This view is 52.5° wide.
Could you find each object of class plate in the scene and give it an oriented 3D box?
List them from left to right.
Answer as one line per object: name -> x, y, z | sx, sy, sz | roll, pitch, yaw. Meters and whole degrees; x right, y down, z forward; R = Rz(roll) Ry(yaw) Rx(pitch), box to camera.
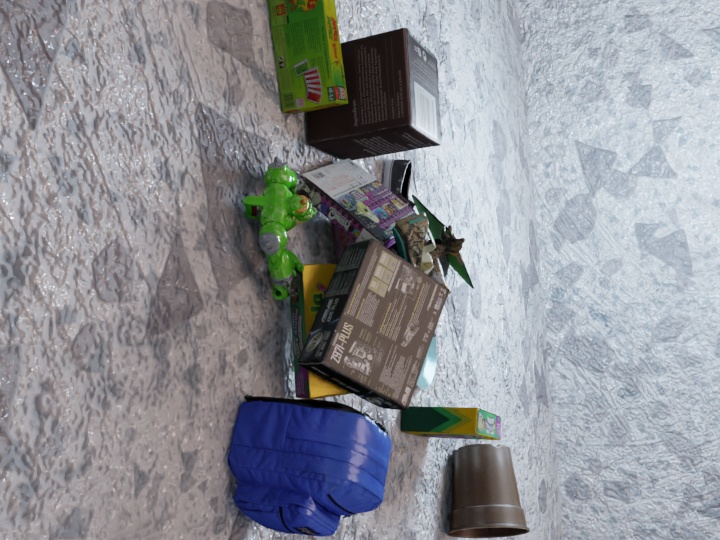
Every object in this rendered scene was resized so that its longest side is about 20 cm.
plate -> 0.132, 0.168, 1.654 | 0.199, 0.025, 0.204 | -4, 90, -66

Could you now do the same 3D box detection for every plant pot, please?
plant pot -> 0.307, 0.543, 1.800 | 0.200, 0.197, 0.202 | 45, 38, -55

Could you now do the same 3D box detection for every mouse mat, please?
mouse mat -> 0.174, -0.063, 1.552 | 0.162, 0.007, 0.201 | 63, -5, -37

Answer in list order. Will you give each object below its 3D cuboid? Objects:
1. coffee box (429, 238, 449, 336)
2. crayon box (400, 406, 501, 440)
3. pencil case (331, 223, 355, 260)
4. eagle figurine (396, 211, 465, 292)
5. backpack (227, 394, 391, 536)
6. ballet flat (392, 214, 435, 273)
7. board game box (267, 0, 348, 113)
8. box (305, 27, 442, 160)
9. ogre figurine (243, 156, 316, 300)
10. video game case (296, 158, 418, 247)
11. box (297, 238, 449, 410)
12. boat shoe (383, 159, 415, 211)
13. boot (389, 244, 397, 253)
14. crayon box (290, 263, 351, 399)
coffee box -> 0.112, 0.037, 1.527 | 0.080, 0.111, 0.202 | 61, 33, -42
crayon box -> 0.202, 0.335, 1.602 | 0.200, 0.170, 0.059 | 32, 57, -61
pencil case -> 0.000, 0.000, 1.318 | 0.087, 0.086, 0.204 | -20, 103, -65
eagle figurine -> 0.111, 0.002, 1.382 | 0.153, 0.198, 0.151 | 59, -7, -29
backpack -> -0.059, 0.270, 0.995 | 0.163, 0.196, 0.171 | 48, 44, -54
ballet flat -> 0.091, -0.024, 1.215 | 0.068, 0.074, 0.201 | 60, -15, 29
board game box -> -0.086, -0.362, 1.167 | 0.047, 0.100, 0.204 | -22, 106, -65
box -> 0.024, -0.300, 1.283 | 0.165, 0.197, 0.168 | 6, 80, -65
ogre figurine -> -0.117, -0.072, 1.066 | 0.120, 0.097, 0.203 | 74, 36, -66
video game case -> 0.000, -0.115, 1.260 | 0.180, 0.036, 0.200 | 39, 27, 7
box -> 0.022, 0.083, 1.101 | 0.162, 0.086, 0.203 | 30, 70, -25
boat shoe -> 0.086, -0.143, 1.557 | 0.070, 0.065, 0.204 | 36, 54, -59
boot -> 0.048, -0.098, 1.434 | 0.200, 0.089, 0.074 | 52, 40, -51
crayon box -> -0.023, 0.092, 1.166 | 0.170, 0.058, 0.204 | -2, 86, -33
